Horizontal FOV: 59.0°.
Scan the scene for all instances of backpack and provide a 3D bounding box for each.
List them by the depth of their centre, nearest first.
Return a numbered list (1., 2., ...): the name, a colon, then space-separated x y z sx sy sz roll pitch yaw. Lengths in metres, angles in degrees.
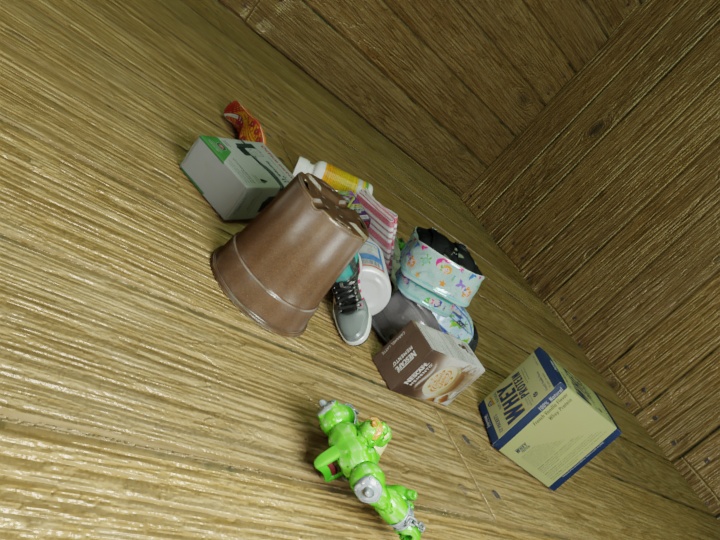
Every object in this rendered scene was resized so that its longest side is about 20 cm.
1. backpack: 0.161 0.004 1.311 0.176 0.152 0.200 29 7 -6
2. backpack: 0.179 0.104 1.475 0.198 0.155 0.163 28 13 -7

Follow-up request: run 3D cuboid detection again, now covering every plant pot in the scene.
1. plant pot: -0.102 -0.034 1.019 0.199 0.198 0.201 39 19 -16

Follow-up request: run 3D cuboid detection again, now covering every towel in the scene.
1. towel: 0.034 -0.067 1.430 0.030 0.203 0.146 -17 40 -26

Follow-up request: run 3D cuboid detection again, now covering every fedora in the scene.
1. fedora: 0.101 0.109 1.337 0.201 0.090 0.176 52 18 24

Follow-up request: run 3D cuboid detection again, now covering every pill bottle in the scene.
1. pill bottle: 0.000 0.000 1.324 0.112 0.112 0.201 38 18 -20
2. pill bottle: -0.078 -0.202 1.580 0.197 0.112 0.111 24 21 -12

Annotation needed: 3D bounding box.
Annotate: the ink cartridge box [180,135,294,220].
1. ink cartridge box: -0.223 -0.178 1.230 0.147 0.083 0.199 46 23 14

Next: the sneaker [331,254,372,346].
1. sneaker: -0.030 0.024 1.138 0.121 0.082 0.203 55 22 -58

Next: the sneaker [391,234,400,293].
1. sneaker: 0.054 -0.029 1.508 0.099 0.075 0.202 -37 100 -30

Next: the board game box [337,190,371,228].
1. board game box: -0.089 -0.126 1.370 0.197 0.033 0.121 -7 45 -24

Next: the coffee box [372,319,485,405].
1. coffee box: 0.133 0.180 1.211 0.199 0.115 0.080 24 26 -46

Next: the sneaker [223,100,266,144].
1. sneaker: -0.270 -0.345 1.573 0.077 0.073 0.201 38 18 -53

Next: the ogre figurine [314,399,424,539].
1. ogre figurine: 0.004 0.239 0.797 0.120 0.097 0.202 52 21 -48

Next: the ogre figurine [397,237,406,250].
1. ogre figurine: 0.131 0.000 1.649 0.200 0.098 0.120 44 15 -12

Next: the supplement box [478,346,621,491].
1. supplement box: 0.397 0.316 1.357 0.199 0.200 0.135 37 17 -18
